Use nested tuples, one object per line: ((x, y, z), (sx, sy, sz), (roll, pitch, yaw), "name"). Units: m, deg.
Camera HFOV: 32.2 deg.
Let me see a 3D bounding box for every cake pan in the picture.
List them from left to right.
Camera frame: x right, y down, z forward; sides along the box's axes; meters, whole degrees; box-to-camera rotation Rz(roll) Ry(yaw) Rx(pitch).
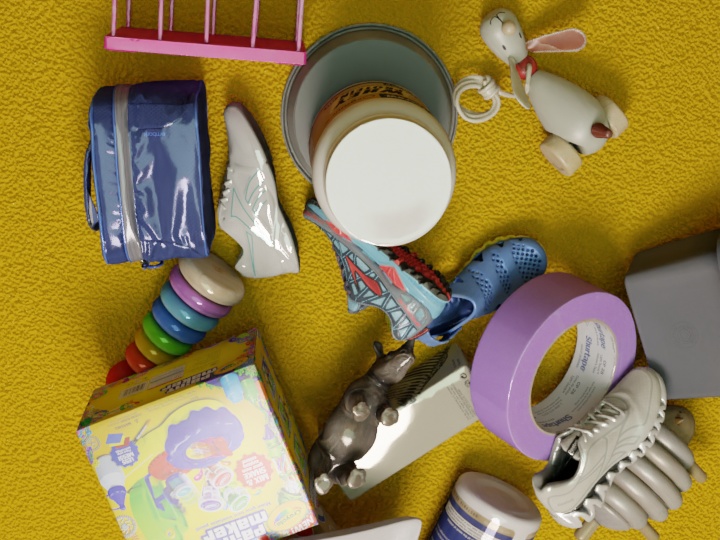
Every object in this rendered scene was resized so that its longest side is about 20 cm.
((0.011, -0.167, 1.368), (0.197, 0.037, 0.203), (-1, 106, -4), "cake pan")

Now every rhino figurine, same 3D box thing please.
((0.006, 0.151, 1.364), (0.059, 0.087, 0.201), (31, 87, -14), "rhino figurine")

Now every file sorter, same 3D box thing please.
((-0.151, -0.286, 1.272), (0.197, 0.139, 0.127), (4, 104, -5), "file sorter")

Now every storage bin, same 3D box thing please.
((0.388, 0.047, 1.412), (0.133, 0.146, 0.202), (-10, 108, 28), "storage bin")

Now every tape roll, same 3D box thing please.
((0.216, 0.107, 1.392), (0.198, 0.065, 0.202), (-18, 120, -33), "tape roll")

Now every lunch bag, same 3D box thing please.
((-0.226, -0.098, 1.319), (0.130, 0.136, 0.203), (-2, 106, -2), "lunch bag")

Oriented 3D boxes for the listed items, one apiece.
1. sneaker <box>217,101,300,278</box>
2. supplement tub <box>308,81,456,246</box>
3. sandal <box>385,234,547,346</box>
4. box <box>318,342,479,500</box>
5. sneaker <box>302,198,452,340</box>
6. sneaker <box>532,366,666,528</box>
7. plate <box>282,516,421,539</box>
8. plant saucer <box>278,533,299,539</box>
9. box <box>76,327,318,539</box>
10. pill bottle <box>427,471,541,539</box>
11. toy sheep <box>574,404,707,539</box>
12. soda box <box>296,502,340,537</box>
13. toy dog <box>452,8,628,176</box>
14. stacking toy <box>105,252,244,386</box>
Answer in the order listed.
((-0.125, -0.082, 1.366), (0.079, 0.071, 0.203), (-14, 106, 3), "sneaker")
((0.020, -0.108, 1.260), (0.142, 0.200, 0.146), (-1, 106, -4), "supplement tub")
((0.124, 0.030, 1.405), (0.199, 0.087, 0.080), (-32, 103, 3), "sandal")
((0.050, 0.173, 1.442), (0.199, 0.082, 0.069), (-33, 106, 4), "box")
((0.000, 0.000, 1.361), (0.200, 0.079, 0.096), (41, 108, 22), "sneaker")
((0.265, 0.187, 1.381), (0.081, 0.075, 0.201), (40, 82, -34), "sneaker")
((-0.041, 0.355, 1.395), (0.198, 0.032, 0.201), (-5, 126, -27), "plate")
((-0.132, 0.369, 1.462), (0.198, 0.036, 0.202), (10, 123, 15), "plant saucer")
((-0.169, 0.199, 1.345), (0.198, 0.122, 0.195), (-21, 105, 3), "box")
((0.125, 0.351, 1.479), (0.110, 0.111, 0.202), (23, 103, -10), "pill bottle")
((0.320, 0.239, 1.454), (0.138, 0.138, 0.201), (41, 81, -13), "toy sheep")
((-0.061, 0.320, 1.480), (0.064, 0.068, 0.201), (-35, 105, 5), "soda box")
((0.207, -0.191, 1.338), (0.198, 0.096, 0.133), (28, 87, -13), "toy dog")
((-0.216, 0.074, 1.403), (0.085, 0.086, 0.201), (34, 107, -12), "stacking toy")
